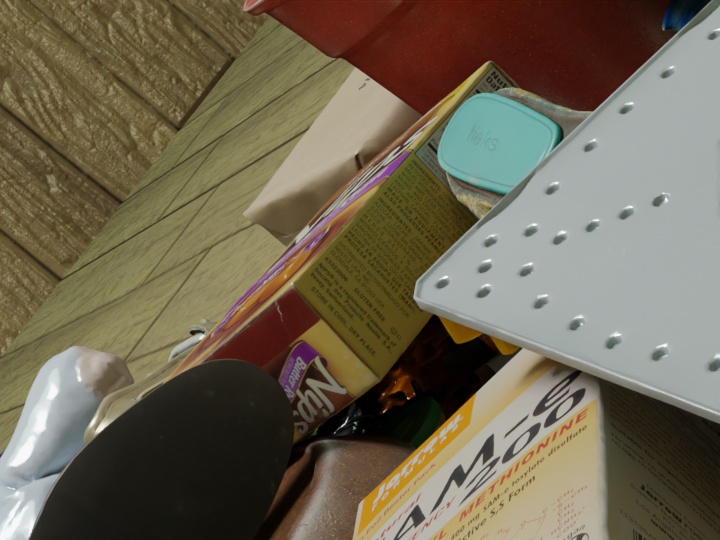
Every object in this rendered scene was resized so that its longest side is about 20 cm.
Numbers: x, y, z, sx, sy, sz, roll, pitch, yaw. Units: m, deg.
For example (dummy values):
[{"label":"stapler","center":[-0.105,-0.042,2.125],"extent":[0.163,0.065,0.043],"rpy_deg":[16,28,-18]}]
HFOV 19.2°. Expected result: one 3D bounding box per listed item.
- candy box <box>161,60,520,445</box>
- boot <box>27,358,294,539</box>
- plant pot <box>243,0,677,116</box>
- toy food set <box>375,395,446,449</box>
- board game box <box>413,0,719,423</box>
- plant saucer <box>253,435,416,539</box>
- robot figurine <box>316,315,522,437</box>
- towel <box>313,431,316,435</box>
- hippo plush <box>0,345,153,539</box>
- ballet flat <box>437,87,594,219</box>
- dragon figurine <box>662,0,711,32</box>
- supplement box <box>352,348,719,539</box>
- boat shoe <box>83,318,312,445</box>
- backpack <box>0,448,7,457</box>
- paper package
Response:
[{"label":"candy box","center":[0.000,0.000,0.917],"extent":[0.117,0.056,0.200],"rpy_deg":[-39,6,41]},{"label":"boot","center":[-0.099,0.119,0.820],"extent":[0.200,0.074,0.075],"rpy_deg":[-54,2,-10]},{"label":"plant pot","center":[0.080,-0.140,1.048],"extent":[0.201,0.195,0.201],"rpy_deg":[-47,12,13]},{"label":"toy food set","center":[-0.015,0.146,0.861],"extent":[0.200,0.049,0.198],"rpy_deg":[-47,12,18]},{"label":"board game box","center":[0.141,-0.029,0.649],"extent":[0.200,0.026,0.200],"rpy_deg":[-43,30,-17]},{"label":"plant saucer","center":[-0.054,0.137,0.835],"extent":[0.200,0.034,0.200],"rpy_deg":[-46,11,12]},{"label":"robot figurine","center":[0.057,0.024,0.956],"extent":[0.200,0.058,0.145],"rpy_deg":[-34,19,52]},{"label":"towel","center":[-0.097,0.085,1.263],"extent":[0.149,0.031,0.200],"rpy_deg":[-22,11,-5]},{"label":"hippo plush","center":[-0.116,0.119,1.020],"extent":[0.161,0.200,0.159],"rpy_deg":[2,85,63]},{"label":"ballet flat","center":[0.091,-0.026,0.813],"extent":[0.071,0.071,0.200],"rpy_deg":[-50,23,0]},{"label":"dragon figurine","center":[0.175,-0.113,0.935],"extent":[0.200,0.059,0.099],"rpy_deg":[-48,8,-16]},{"label":"supplement box","center":[0.055,0.103,0.662],"extent":[0.126,0.074,0.200],"rpy_deg":[-45,12,19]},{"label":"boat shoe","center":[-0.057,0.052,0.994],"extent":[0.200,0.068,0.075],"rpy_deg":[-36,-31,-64]},{"label":"backpack","center":[-0.191,0.184,1.240],"extent":[0.163,0.154,0.200],"rpy_deg":[-53,-5,11]},{"label":"paper package","center":[0.051,-0.088,1.232],"extent":[0.200,0.103,0.191],"rpy_deg":[-54,12,-22]}]
